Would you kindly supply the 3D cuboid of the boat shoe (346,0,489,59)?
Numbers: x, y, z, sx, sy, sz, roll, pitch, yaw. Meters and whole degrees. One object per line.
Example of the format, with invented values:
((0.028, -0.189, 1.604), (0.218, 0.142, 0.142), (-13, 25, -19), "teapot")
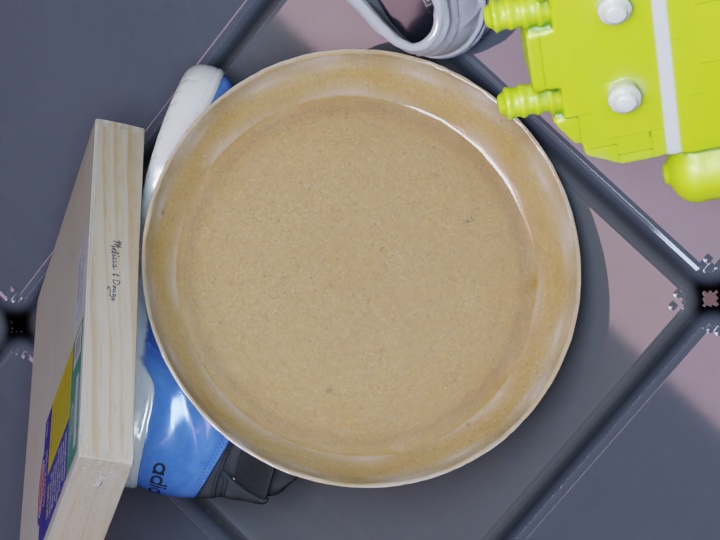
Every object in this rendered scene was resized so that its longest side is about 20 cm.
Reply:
((-0.008, -0.185, 1.343), (0.074, 0.065, 0.200), (-39, 82, 21), "boat shoe")

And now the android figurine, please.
((0.152, -0.109, 1.255), (0.199, 0.041, 0.183), (-10, 128, -1), "android figurine")

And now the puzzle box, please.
((-0.126, 0.048, 1.339), (0.025, 0.201, 0.133), (11, 137, -13), "puzzle box")

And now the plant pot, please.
((0.000, 0.000, 1.341), (0.199, 0.027, 0.201), (1, 79, -6), "plant pot")

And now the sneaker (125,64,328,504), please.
((-0.053, 0.010, 1.384), (0.111, 0.077, 0.201), (11, 82, -1), "sneaker")
